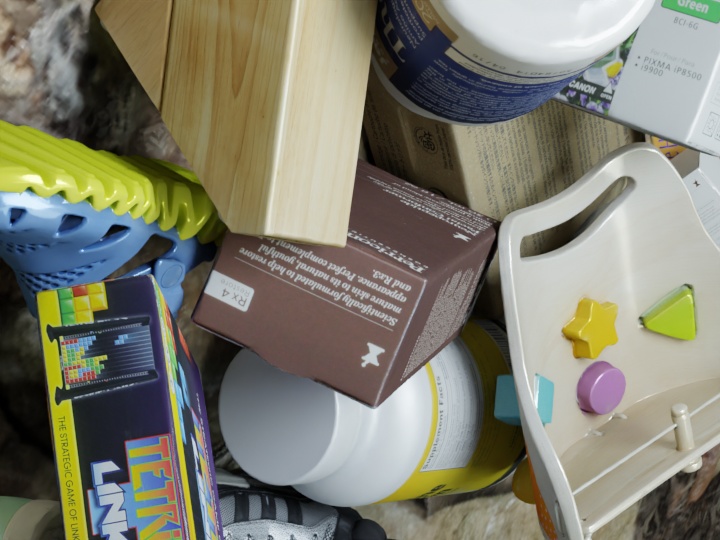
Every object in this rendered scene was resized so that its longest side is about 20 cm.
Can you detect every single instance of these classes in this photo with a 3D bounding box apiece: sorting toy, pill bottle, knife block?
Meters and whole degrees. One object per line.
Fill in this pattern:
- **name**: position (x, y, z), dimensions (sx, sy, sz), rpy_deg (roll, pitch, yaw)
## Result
- **sorting toy**: position (0.141, 0.031, 1.082), dimensions (0.200, 0.107, 0.180), rpy_deg (-29, 114, -28)
- **pill bottle**: position (0.012, 0.076, 1.097), dimensions (0.200, 0.112, 0.112), rpy_deg (3, 109, -55)
- **knife block**: position (-0.025, -0.135, 0.851), dimensions (0.176, 0.200, 0.064), rpy_deg (-43, 154, 24)
- **pill bottle**: position (0.061, -0.129, 0.897), dimensions (0.111, 0.111, 0.200), rpy_deg (-57, -176, -11)

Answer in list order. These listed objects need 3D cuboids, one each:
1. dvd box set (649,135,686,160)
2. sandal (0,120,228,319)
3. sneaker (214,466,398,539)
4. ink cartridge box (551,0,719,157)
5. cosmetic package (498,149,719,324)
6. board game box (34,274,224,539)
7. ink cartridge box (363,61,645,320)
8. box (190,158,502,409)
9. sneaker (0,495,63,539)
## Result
- **dvd box set**: position (0.185, -0.141, 1.192), dimensions (0.200, 0.029, 0.146), rpy_deg (72, 15, -49)
- **sandal**: position (-0.128, -0.013, 0.875), dimensions (0.200, 0.079, 0.087), rpy_deg (15, 103, -56)
- **sneaker**: position (-0.044, 0.162, 1.075), dimensions (0.200, 0.114, 0.076), rpy_deg (2, 110, -55)
- **ink cartridge box**: position (0.171, -0.172, 1.022), dimensions (0.050, 0.109, 0.200), rpy_deg (10, 101, -56)
- **cosmetic package**: position (0.152, 0.010, 1.179), dimensions (0.200, 0.083, 0.051), rpy_deg (-35, -163, 26)
- **board game box**: position (-0.093, 0.121, 0.865), dimensions (0.165, 0.057, 0.200), rpy_deg (78, 2, -74)
- **ink cartridge box**: position (0.083, -0.098, 1.114), dimensions (0.165, 0.075, 0.200), rpy_deg (-48, 143, -27)
- **box**: position (0.000, 0.000, 0.980), dimensions (0.075, 0.100, 0.200), rpy_deg (-68, 170, 15)
- **sneaker**: position (-0.178, 0.186, 0.897), dimensions (0.074, 0.118, 0.201), rpy_deg (-45, 137, -56)
